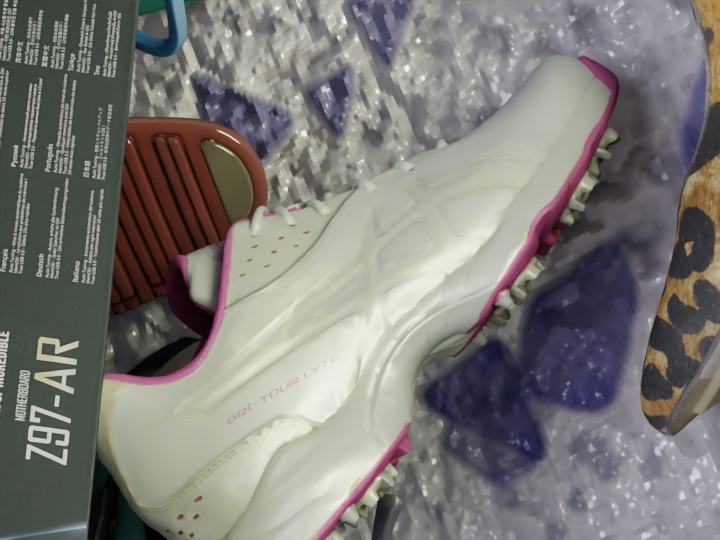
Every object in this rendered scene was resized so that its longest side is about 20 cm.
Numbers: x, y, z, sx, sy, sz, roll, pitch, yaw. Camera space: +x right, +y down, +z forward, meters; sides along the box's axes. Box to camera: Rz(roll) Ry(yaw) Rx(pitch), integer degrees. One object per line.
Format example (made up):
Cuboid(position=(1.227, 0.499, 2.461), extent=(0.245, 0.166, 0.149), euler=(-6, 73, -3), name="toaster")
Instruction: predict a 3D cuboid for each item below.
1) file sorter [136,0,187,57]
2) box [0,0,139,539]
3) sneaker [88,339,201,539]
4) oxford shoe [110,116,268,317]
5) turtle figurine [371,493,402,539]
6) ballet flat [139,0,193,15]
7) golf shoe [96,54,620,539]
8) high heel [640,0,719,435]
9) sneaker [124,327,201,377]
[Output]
Cuboid(position=(-0.037, -0.180, 0.728), extent=(0.123, 0.200, 0.139), euler=(33, 153, 24), name="file sorter")
Cuboid(position=(-0.099, 0.035, 0.707), extent=(0.160, 0.043, 0.201), euler=(121, 155, -65), name="box")
Cuboid(position=(-0.084, 0.102, 0.792), extent=(0.071, 0.080, 0.200), euler=(40, 85, -13), name="sneaker")
Cuboid(position=(-0.123, -0.019, 0.897), extent=(0.199, 0.075, 0.071), euler=(-13, 106, 16), name="oxford shoe")
Cuboid(position=(-0.045, 0.162, 0.805), extent=(0.193, 0.200, 0.144), euler=(-13, 50, 39), name="turtle figurine")
Cuboid(position=(-0.047, -0.132, 0.845), extent=(0.199, 0.068, 0.073), euler=(-10, 66, 35), name="ballet flat")
Cuboid(position=(0.000, 0.000, 0.746), extent=(0.091, 0.200, 0.075), euler=(37, 158, 4), name="golf shoe")
Cuboid(position=(0.089, -0.066, 0.733), extent=(0.142, 0.071, 0.201), euler=(28, 91, 25), name="high heel")
Cuboid(position=(-0.113, 0.098, 0.864), extent=(0.200, 0.114, 0.076), euler=(-49, 66, 27), name="sneaker")
